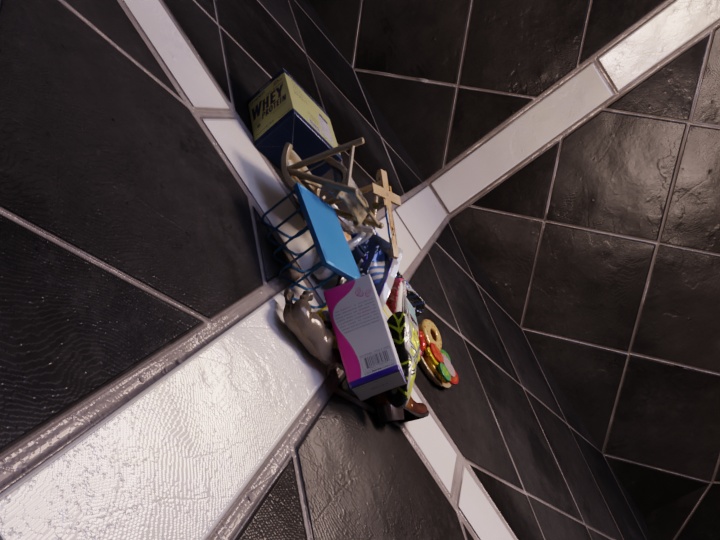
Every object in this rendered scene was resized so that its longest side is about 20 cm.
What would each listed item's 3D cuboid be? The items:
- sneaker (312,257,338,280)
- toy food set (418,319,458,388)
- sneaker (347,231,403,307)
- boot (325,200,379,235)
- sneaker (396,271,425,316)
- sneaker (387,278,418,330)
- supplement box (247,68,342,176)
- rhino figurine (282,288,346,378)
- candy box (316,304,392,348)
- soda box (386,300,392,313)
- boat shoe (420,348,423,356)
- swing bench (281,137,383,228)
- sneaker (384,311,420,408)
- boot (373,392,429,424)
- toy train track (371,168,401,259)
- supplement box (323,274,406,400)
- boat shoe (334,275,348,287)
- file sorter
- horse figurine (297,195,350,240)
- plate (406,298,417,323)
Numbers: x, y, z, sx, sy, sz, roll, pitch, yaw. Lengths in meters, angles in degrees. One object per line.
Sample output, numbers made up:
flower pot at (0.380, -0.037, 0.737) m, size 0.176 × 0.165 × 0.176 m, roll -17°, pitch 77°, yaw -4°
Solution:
sneaker at (-0.054, -0.014, 1.489) m, size 0.083 × 0.073 × 0.201 m, roll 55°, pitch 23°, yaw -15°
toy food set at (0.204, 0.234, 1.780) m, size 0.201 × 0.048 × 0.199 m, roll 60°, pitch 18°, yaw 8°
sneaker at (0.001, 0.008, 1.398) m, size 0.143 × 0.081 × 0.203 m, roll 22°, pitch 61°, yaw 1°
boot at (-0.014, -0.122, 1.727) m, size 0.202 × 0.095 × 0.074 m, roll 53°, pitch 18°, yaw -12°
sneaker at (0.097, 0.048, 1.802) m, size 0.201 × 0.075 × 0.077 m, roll 50°, pitch -3°, yaw -21°
sneaker at (0.100, 0.119, 1.532) m, size 0.080 × 0.073 × 0.206 m, roll -163°, pitch -113°, yaw -69°
supplement box at (-0.170, -0.362, 1.658) m, size 0.199 × 0.133 × 0.203 m, roll 39°, pitch 25°, yaw -43°
rhino figurine at (-0.080, 0.127, 1.207) m, size 0.202 × 0.059 × 0.088 m, roll 56°, pitch 15°, yaw -23°
candy box at (-0.006, 0.103, 1.378) m, size 0.198 × 0.026 × 0.103 m, roll -22°, pitch 72°, yaw -51°
soda box at (0.028, 0.093, 1.503) m, size 0.067 × 0.064 × 0.203 m, roll 13°, pitch 43°, yaw -33°
boat shoe at (0.091, 0.139, 1.614) m, size 0.203 × 0.070 × 0.070 m, roll 61°, pitch 18°, yaw 16°
swing bench at (-0.060, -0.188, 1.461) m, size 0.199 × 0.195 × 0.133 m, roll 45°, pitch 48°, yaw -62°
sneaker at (0.094, 0.183, 1.306) m, size 0.076 × 0.074 × 0.204 m, roll 33°, pitch 49°, yaw -36°
boot at (0.076, 0.221, 1.382) m, size 0.186 × 0.068 × 0.206 m, roll 12°, pitch 63°, yaw -49°
toy train track at (0.053, -0.122, 1.413) m, size 0.114 × 0.032 × 0.206 m, roll 17°, pitch 60°, yaw -53°
supplement box at (0.008, 0.128, 1.238) m, size 0.104 × 0.099 × 0.204 m, roll 64°, pitch 8°, yaw -63°
boat shoe at (0.000, 0.000, 1.481) m, size 0.073 × 0.061 × 0.200 m, roll 30°, pitch 48°, yaw 17°
file sorter at (-0.105, -0.044, 1.323) m, size 0.138 × 0.122 × 0.203 m, roll 29°, pitch 33°, yaw -53°
horse figurine at (-0.071, -0.108, 1.633) m, size 0.202 × 0.049 × 0.133 m, roll 54°, pitch 18°, yaw -10°
plate at (0.087, 0.068, 1.651) m, size 0.201 × 0.025 × 0.200 m, roll 49°, pitch -8°, yaw 9°
